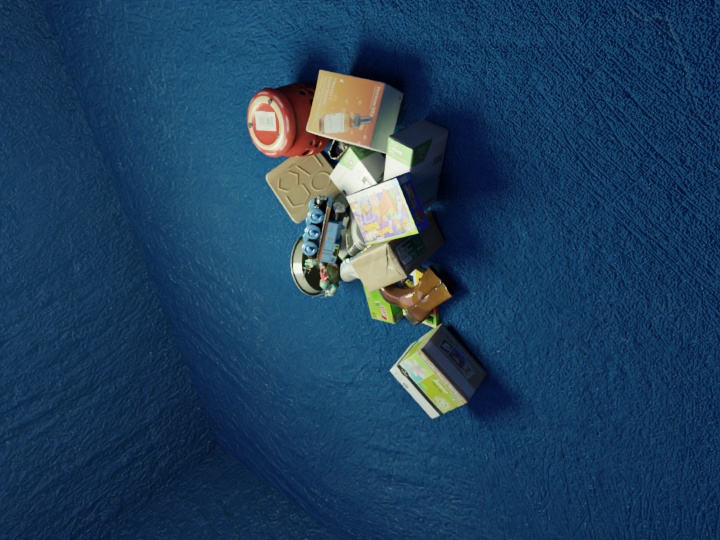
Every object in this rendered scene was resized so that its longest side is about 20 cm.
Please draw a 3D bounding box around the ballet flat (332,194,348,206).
[{"bbox_3d":[-0.119,-0.190,1.610,0.069,0.196,0.071,-14,-91,-87],"label":"ballet flat"}]

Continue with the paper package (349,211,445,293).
[{"bbox_3d":[0.101,-0.050,1.453,0.190,0.199,0.105,-26,99,52],"label":"paper package"}]

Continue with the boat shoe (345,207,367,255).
[{"bbox_3d":[-0.016,-0.120,1.546,0.070,0.202,0.063,37,120,-25],"label":"boat shoe"}]

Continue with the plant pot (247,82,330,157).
[{"bbox_3d":[-0.202,-0.413,1.511,0.198,0.181,0.205,16,118,34],"label":"plant pot"}]

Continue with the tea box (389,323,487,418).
[{"bbox_3d":[0.228,0.301,1.609,0.200,0.133,0.197,46,142,3],"label":"tea box"}]

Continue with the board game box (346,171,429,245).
[{"bbox_3d":[0.063,-0.145,1.311,0.198,0.044,0.137,-10,107,53],"label":"board game box"}]

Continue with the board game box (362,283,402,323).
[{"bbox_3d":[0.062,0.061,1.701,0.100,0.047,0.204,8,122,45],"label":"board game box"}]

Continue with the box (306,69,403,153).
[{"bbox_3d":[-0.014,-0.393,1.343,0.197,0.106,0.155,21,103,28],"label":"box"}]

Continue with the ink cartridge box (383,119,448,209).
[{"bbox_3d":[0.129,-0.242,1.322,0.084,0.145,0.203,33,137,28],"label":"ink cartridge box"}]

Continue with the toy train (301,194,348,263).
[{"bbox_3d":[-0.101,-0.118,1.535,0.112,0.087,0.203,9,124,-9],"label":"toy train"}]

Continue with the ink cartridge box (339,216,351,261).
[{"bbox_3d":[-0.080,-0.134,1.661,0.200,0.104,0.059,46,177,12],"label":"ink cartridge box"}]

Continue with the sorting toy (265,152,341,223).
[{"bbox_3d":[-0.163,-0.257,1.600,0.201,0.184,0.037,54,178,25],"label":"sorting toy"}]

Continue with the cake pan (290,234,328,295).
[{"bbox_3d":[-0.146,-0.021,1.754,0.036,0.200,0.204,-3,115,37],"label":"cake pan"}]

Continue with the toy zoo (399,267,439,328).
[{"bbox_3d":[0.173,0.065,1.602,0.130,0.020,0.203,20,131,38],"label":"toy zoo"}]

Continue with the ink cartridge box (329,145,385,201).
[{"bbox_3d":[0.026,-0.231,1.484,0.201,0.084,0.146,53,144,5],"label":"ink cartridge box"}]

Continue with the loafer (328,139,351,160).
[{"bbox_3d":[-0.033,-0.371,1.471,0.073,0.071,0.201,43,140,16],"label":"loafer"}]

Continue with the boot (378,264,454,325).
[{"bbox_3d":[0.150,0.049,1.543,0.189,0.068,0.201,49,142,10],"label":"boot"}]

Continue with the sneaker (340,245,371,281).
[{"bbox_3d":[0.000,0.000,1.604,0.200,0.074,0.088,-40,48,50],"label":"sneaker"}]

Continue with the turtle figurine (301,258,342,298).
[{"bbox_3d":[-0.099,0.012,1.710,0.099,0.201,0.152,-7,118,32],"label":"turtle figurine"}]
